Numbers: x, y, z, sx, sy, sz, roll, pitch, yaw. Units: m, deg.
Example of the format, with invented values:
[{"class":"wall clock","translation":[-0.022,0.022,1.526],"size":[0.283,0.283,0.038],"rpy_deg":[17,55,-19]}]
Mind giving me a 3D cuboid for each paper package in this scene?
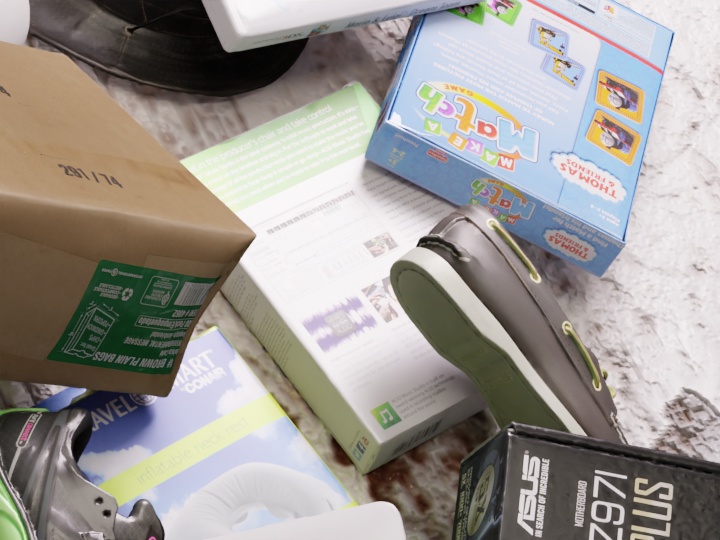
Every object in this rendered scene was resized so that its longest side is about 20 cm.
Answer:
[{"class":"paper package","translation":[-0.187,-0.033,1.448],"size":[0.200,0.104,0.191],"rpy_deg":[9,27,-51]}]

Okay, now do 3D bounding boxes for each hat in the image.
[{"class":"hat","translation":[-0.111,-0.193,1.686],"size":[0.200,0.081,0.201],"rpy_deg":[10,54,-14]}]

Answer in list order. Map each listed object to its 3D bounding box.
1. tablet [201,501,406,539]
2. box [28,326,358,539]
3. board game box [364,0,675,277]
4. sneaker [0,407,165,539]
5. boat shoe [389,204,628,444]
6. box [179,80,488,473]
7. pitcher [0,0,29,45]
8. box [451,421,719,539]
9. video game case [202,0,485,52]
[{"class":"tablet","translation":[-0.066,0.189,1.415],"size":[0.199,0.014,0.131],"rpy_deg":[-12,69,-5]},{"class":"box","translation":[-0.076,0.118,1.496],"size":[0.122,0.048,0.200],"rpy_deg":[-28,70,-35]},{"class":"board game box","translation":[0.095,-0.102,1.706],"size":[0.151,0.037,0.200],"rpy_deg":[27,41,-7]},{"class":"sneaker","translation":[-0.124,0.147,1.385],"size":[0.084,0.077,0.200],"rpy_deg":[-18,70,-13]},{"class":"boat shoe","translation":[0.098,0.057,1.558],"size":[0.061,0.072,0.201],"rpy_deg":[-43,103,-27]},{"class":"box","translation":[0.000,0.000,1.620],"size":[0.144,0.036,0.200],"rpy_deg":[-25,69,-34]},{"class":"pitcher","translation":[-0.265,-0.129,1.522],"size":[0.200,0.172,0.121],"rpy_deg":[-25,80,-32]},{"class":"box","translation":[0.126,0.192,1.458],"size":[0.163,0.086,0.201],"rpy_deg":[12,71,-12]},{"class":"video game case","translation":[-0.036,-0.226,1.679],"size":[0.182,0.024,0.200],"rpy_deg":[-14,72,-34]}]
